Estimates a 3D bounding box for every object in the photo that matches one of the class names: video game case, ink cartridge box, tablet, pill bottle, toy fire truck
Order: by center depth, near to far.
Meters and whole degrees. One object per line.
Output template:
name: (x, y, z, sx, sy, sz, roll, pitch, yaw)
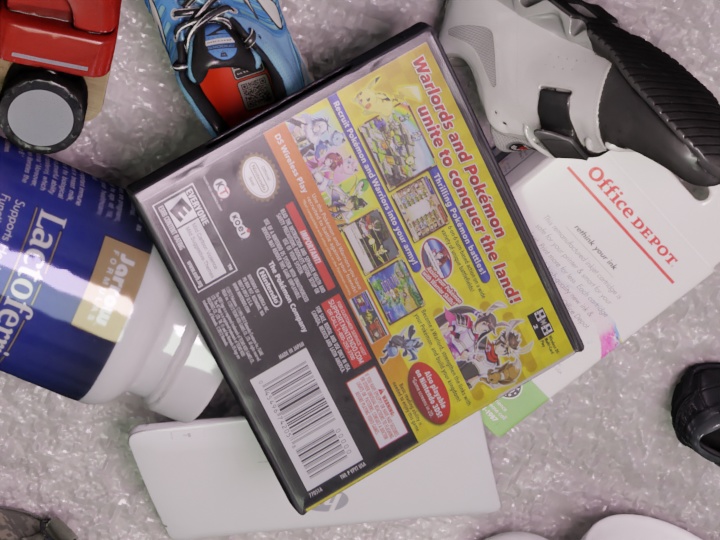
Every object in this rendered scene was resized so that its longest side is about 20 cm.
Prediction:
toy fire truck: (-0.201, -0.186, 1.371, 0.175, 0.129, 0.201, 11, 125, -8)
video game case: (0.000, 0.000, 1.414, 0.180, 0.025, 0.201, -29, 108, -8)
pill bottle: (-0.165, 0.003, 1.449, 0.199, 0.116, 0.116, 22, 113, -14)
ink cartridge box: (0.114, -0.017, 1.488, 0.200, 0.067, 0.117, -38, 111, 16)
tablet: (-0.024, 0.116, 1.535, 0.198, 0.014, 0.130, -5, 146, 7)

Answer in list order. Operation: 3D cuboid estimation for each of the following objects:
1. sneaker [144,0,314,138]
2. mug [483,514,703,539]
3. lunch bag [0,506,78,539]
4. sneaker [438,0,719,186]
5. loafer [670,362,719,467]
sneaker: (-0.074, -0.139, 1.404, 0.078, 0.090, 0.201, -22, 113, 8)
mug: (0.129, 0.241, 1.589, 0.200, 0.147, 0.176, 40, 119, 12)
lunch bag: (-0.258, 0.232, 1.546, 0.167, 0.139, 0.201, 0, 127, -55)
sneaker: (0.115, -0.087, 1.399, 0.074, 0.200, 0.089, 6, 120, -49)
loafer: (0.278, 0.097, 1.552, 0.199, 0.071, 0.069, 6, 117, -6)
